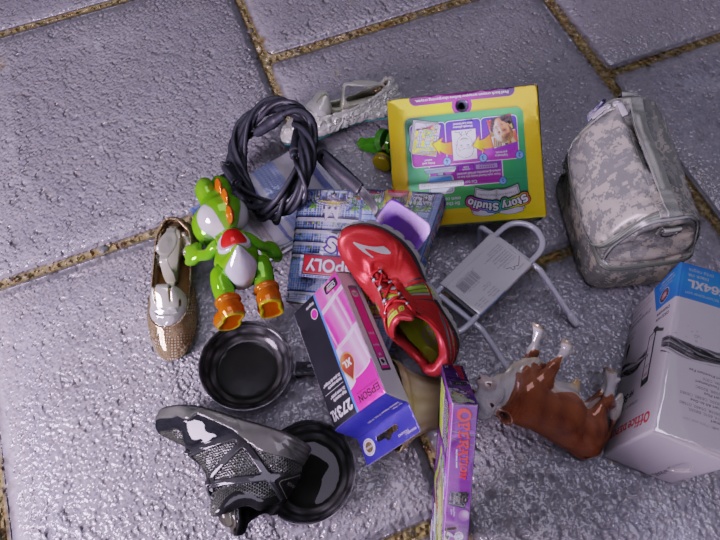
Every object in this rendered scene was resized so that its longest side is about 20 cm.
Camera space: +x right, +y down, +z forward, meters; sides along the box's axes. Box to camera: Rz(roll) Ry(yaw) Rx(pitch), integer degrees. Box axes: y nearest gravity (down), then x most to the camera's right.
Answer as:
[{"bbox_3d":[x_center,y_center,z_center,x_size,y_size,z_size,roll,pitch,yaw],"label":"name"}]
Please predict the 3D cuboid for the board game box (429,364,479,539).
[{"bbox_3d":[0.091,0.209,0.622,0.032,0.120,0.202,4,99,6],"label":"board game box"}]

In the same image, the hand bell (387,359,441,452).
[{"bbox_3d":[0.135,0.155,0.729,0.198,0.104,0.105,0,63,-11],"label":"hand bell"}]

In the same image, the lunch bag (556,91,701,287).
[{"bbox_3d":[0.343,-0.100,0.789,0.138,0.168,0.201,-5,63,0],"label":"lunch bag"}]

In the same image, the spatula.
[{"bbox_3d":[0.005,-0.089,0.753,0.200,0.020,0.057,47,118,32],"label":"spatula"}]

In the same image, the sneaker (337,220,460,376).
[{"bbox_3d":[0.044,0.030,0.685,0.077,0.085,0.200,-37,95,22],"label":"sneaker"}]

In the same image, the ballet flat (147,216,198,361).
[{"bbox_3d":[-0.252,0.016,0.814,0.070,0.065,0.201,-8,63,1],"label":"ballet flat"}]

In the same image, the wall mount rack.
[{"bbox_3d":[0.177,0.038,0.785,0.200,0.075,0.174,-41,65,-17],"label":"wall mount rack"}]

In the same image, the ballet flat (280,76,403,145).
[{"bbox_3d":[-0.031,-0.248,0.935,0.199,0.072,0.072,-18,64,-8],"label":"ballet flat"}]

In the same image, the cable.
[{"bbox_3d":[-0.116,-0.151,0.842,0.200,0.051,0.164,37,95,43],"label":"cable"}]

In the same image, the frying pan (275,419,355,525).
[{"bbox_3d":[-0.049,0.198,0.727,0.114,0.031,0.191,14,67,15],"label":"frying pan"}]

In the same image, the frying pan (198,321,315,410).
[{"bbox_3d":[-0.106,0.108,0.773,0.189,0.031,0.115,-15,63,-13],"label":"frying pan"}]

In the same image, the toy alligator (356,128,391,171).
[{"bbox_3d":[0.084,-0.164,0.895,0.199,0.054,0.060,25,67,14],"label":"toy alligator"}]

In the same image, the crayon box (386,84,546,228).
[{"bbox_3d":[0.141,-0.147,0.836,0.198,0.058,0.174,-4,91,8],"label":"crayon box"}]

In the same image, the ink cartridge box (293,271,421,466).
[{"bbox_3d":[-0.009,0.109,0.700,0.037,0.095,0.201,2,54,-45],"label":"ink cartridge box"}]

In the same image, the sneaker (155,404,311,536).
[{"bbox_3d":[-0.162,0.219,0.692,0.198,0.076,0.115,12,64,20],"label":"sneaker"}]

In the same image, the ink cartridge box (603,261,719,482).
[{"bbox_3d":[0.353,0.116,0.692,0.084,0.146,0.201,19,65,10],"label":"ink cartridge box"}]

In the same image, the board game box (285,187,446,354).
[{"bbox_3d":[0.000,0.000,0.787,0.198,0.062,0.201,5,82,12],"label":"board game box"}]

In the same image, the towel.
[{"bbox_3d":[-0.126,-0.090,0.886,0.199,0.024,0.147,-32,66,-13],"label":"towel"}]

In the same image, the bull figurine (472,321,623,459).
[{"bbox_3d":[0.209,0.137,0.691,0.199,0.065,0.122,31,90,-22],"label":"bull figurine"}]

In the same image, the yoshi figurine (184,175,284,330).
[{"bbox_3d":[-0.168,-0.023,0.802,0.112,0.112,0.201,-30,68,24],"label":"yoshi figurine"}]
